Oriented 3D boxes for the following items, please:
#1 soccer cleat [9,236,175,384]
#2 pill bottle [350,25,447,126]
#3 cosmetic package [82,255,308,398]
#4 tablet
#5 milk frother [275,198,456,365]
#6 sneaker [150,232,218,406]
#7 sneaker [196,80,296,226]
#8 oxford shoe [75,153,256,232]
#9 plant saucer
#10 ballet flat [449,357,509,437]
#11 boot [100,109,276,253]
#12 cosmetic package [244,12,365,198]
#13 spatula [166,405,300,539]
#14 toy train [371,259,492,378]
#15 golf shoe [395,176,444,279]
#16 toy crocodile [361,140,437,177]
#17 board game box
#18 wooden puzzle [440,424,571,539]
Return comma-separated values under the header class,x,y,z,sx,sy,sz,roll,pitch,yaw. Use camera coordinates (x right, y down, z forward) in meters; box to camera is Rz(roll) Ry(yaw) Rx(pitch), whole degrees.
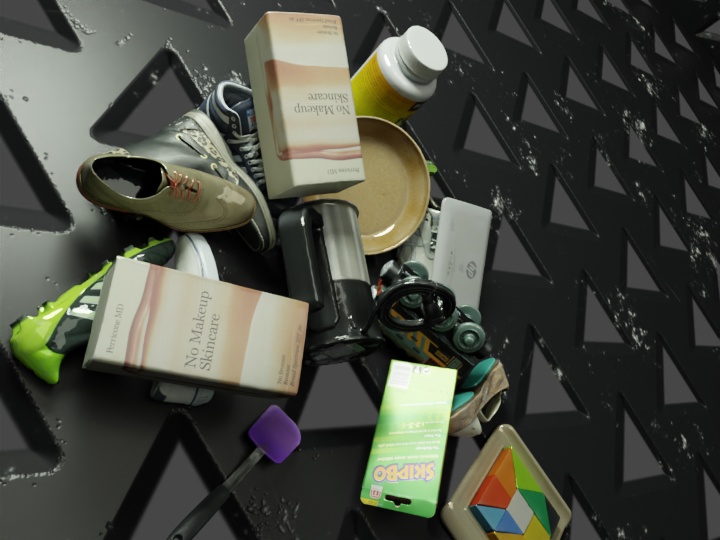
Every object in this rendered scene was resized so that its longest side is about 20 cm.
class,x,y,z,sx,sy,sz,roll,pitch,yaw
soccer cleat,-0.269,0.038,0.651,0.200,0.067,0.082,-44,106,-36
pill bottle,0.044,-0.284,0.956,0.108,0.200,0.111,17,58,-29
cosmetic package,-0.162,0.064,0.616,0.198,0.087,0.105,14,71,-27
tablet,0.157,-0.004,0.955,0.129,0.014,0.203,8,90,-44
milk frother,0.000,0.000,0.767,0.197,0.181,0.190,-10,71,-5
sneaker,-0.202,0.048,0.683,0.070,0.073,0.202,9,62,-38
sneaker,-0.140,-0.156,0.812,0.201,0.108,0.070,51,48,-4
oxford shoe,-0.204,-0.083,0.673,0.198,0.075,0.071,6,85,-29
plant saucer,0.006,-0.125,0.909,0.197,0.035,0.203,-1,92,-14
ballet flat,0.162,0.200,0.891,0.199,0.068,0.068,-30,94,-41
boot,-0.211,-0.086,0.753,0.153,0.073,0.205,-34,92,-37
cosmetic package,-0.069,-0.198,0.749,0.102,0.087,0.203,-11,92,-29
spatula,-0.137,0.229,0.673,0.056,0.021,0.200,42,50,5
toy train,0.092,0.075,0.868,0.199,0.114,0.085,38,20,-12
golf shoe,0.100,-0.053,0.952,0.078,0.097,0.202,-14,78,-42
toy crocodile,0.036,-0.166,0.981,0.198,0.067,0.063,5,68,-33
board game box,0.066,0.215,0.798,0.094,0.030,0.202,7,51,13
wooden puzzle,0.220,0.350,0.874,0.200,0.037,0.186,-36,92,-42
